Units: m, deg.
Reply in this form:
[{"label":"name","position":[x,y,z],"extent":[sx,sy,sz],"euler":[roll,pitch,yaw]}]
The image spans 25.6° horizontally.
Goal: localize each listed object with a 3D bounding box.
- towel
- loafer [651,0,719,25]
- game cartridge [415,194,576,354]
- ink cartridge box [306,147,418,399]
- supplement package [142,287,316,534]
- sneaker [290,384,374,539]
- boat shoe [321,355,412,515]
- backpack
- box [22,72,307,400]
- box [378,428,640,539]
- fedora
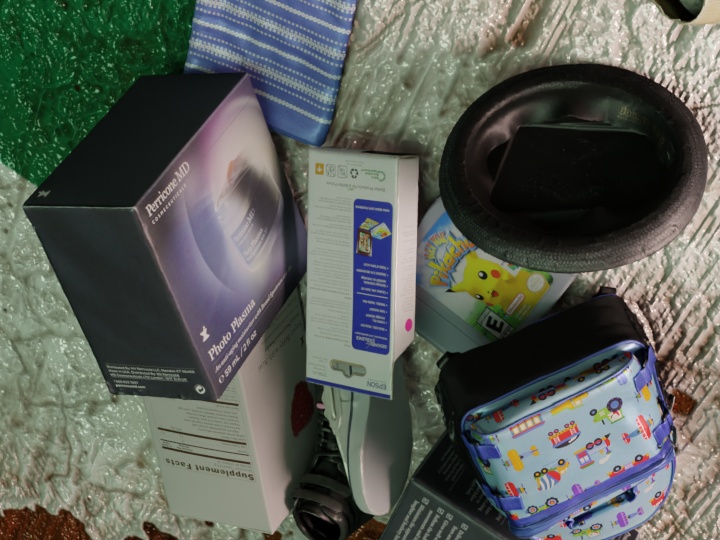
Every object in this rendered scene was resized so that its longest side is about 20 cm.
[{"label":"towel","position":[-0.076,-0.208,1.308],"extent":[0.144,0.024,0.201],"euler":[24,128,14]},{"label":"loafer","position":[0.196,-0.250,1.091],"extent":[0.200,0.068,0.076],"euler":[48,131,-4]},{"label":"game cartridge","position":[0.104,-0.004,1.325],"extent":[0.133,0.040,0.200],"euler":[39,131,8]},{"label":"ink cartridge box","position":[0.000,0.000,1.327],"extent":[0.094,0.037,0.202],"euler":[9,101,37]},{"label":"supplement package","position":[-0.119,0.122,1.477],"extent":[0.119,0.121,0.201],"euler":[7,122,26]},{"label":"sneaker","position":[-0.022,0.170,1.465],"extent":[0.070,0.099,0.202],"euler":[10,122,27]},{"label":"boat shoe","position":[-0.003,0.114,1.405],"extent":[0.065,0.072,0.202],"euler":[-4,93,43]},{"label":"backpack","position":[0.172,0.144,1.287],"extent":[0.181,0.135,0.201],"euler":[-22,119,1]},{"label":"box","position":[-0.152,-0.031,1.331],"extent":[0.122,0.200,0.199],"euler":[1,128,30]},{"label":"box","position":[0.124,0.257,1.429],"extent":[0.199,0.107,0.149],"euler":[33,130,9]},{"label":"fedora","position":[0.162,-0.060,1.196],"extent":[0.199,0.202,0.092],"euler":[14,155,23]}]
